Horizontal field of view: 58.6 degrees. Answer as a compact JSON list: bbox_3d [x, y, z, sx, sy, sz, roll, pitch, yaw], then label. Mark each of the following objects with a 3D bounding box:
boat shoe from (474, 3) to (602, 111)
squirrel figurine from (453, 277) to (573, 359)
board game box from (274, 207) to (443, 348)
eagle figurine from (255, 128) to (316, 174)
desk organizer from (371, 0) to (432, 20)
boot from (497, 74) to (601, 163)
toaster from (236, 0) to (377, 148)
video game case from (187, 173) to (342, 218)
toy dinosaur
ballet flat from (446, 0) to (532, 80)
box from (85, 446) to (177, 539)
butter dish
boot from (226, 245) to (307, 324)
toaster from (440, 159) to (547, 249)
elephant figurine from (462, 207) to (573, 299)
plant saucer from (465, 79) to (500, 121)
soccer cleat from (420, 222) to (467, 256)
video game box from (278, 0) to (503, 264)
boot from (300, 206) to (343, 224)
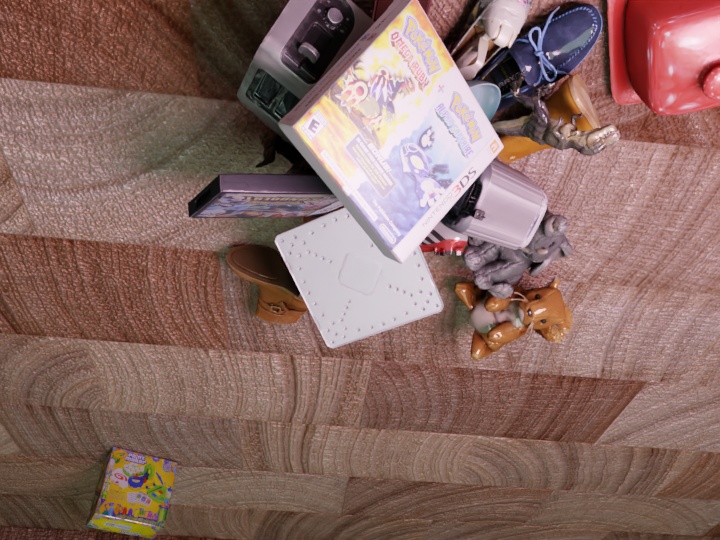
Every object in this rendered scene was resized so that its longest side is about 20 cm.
[{"bbox_3d":[0.217,-0.258,0.822,0.199,0.068,0.085,-39,82,36],"label":"boat shoe"},{"bbox_3d":[0.300,0.070,1.155,0.197,0.145,0.185,-1,167,-38],"label":"squirrel figurine"},{"bbox_3d":[0.000,0.000,0.957,0.196,0.026,0.203,-20,110,16],"label":"board game box"},{"bbox_3d":[-0.041,-0.164,0.925,0.196,0.153,0.153,22,117,-15],"label":"eagle figurine"},{"bbox_3d":[0.066,-0.317,0.752,0.077,0.071,0.202,39,144,20],"label":"desk organizer"},{"bbox_3d":[0.243,-0.191,0.863,0.141,0.072,0.200,-19,174,24],"label":"boot"},{"bbox_3d":[-0.041,-0.220,0.764,0.180,0.120,0.199,38,165,-15],"label":"toaster"},{"bbox_3d":[-0.110,-0.095,0.841,0.196,0.026,0.180,-4,177,-27],"label":"video game case"},{"bbox_3d":[0.214,-0.189,0.778,0.047,0.199,0.089,-38,126,-19],"label":"toy dinosaur"},{"bbox_3d":[0.154,-0.289,0.808,0.068,0.072,0.200,23,136,-22],"label":"ballet flat"},{"bbox_3d":[-0.660,0.647,1.861,0.197,0.196,0.122,23,137,-23],"label":"box"},{"bbox_3d":[0.412,-0.264,0.768,0.195,0.150,0.201,-12,139,16],"label":"butter dish"},{"bbox_3d":[-0.176,0.034,1.217,0.196,0.078,0.156,12,144,-24],"label":"boot"},{"bbox_3d":[0.182,-0.107,0.936,0.127,0.200,0.116,16,108,-23],"label":"toaster"},{"bbox_3d":[0.274,-0.046,1.031,0.141,0.157,0.198,36,133,-26],"label":"elephant figurine"},{"bbox_3d":[0.091,-0.170,0.815,0.198,0.028,0.201,-34,165,-10],"label":"plant saucer"},{"bbox_3d":[0.091,-0.069,1.083,0.196,0.088,0.068,2,177,35],"label":"soccer cleat"},{"bbox_3d":[0.041,-0.141,0.675,0.200,0.183,0.047,48,168,-31],"label":"video game box"},{"bbox_3d":[-0.007,-0.049,1.029,0.195,0.158,0.074,-10,148,15],"label":"boot"}]
